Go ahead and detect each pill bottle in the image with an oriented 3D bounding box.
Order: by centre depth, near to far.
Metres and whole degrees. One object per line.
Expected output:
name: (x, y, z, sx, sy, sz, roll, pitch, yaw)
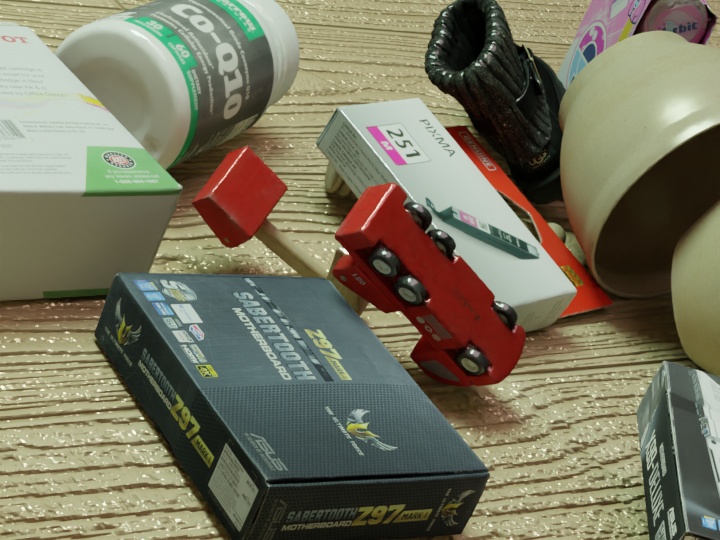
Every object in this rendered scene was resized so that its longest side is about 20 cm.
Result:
pill bottle: (-0.128, -0.139, 1.326, 0.113, 0.113, 0.200, 30, 27, 12)

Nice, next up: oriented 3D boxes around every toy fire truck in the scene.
toy fire truck: (0.000, 0.000, 1.197, 0.200, 0.141, 0.049, 48, 59, -22)

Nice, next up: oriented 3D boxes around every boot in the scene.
boot: (0.106, -0.163, 1.514, 0.158, 0.079, 0.211, 47, 10, -32)

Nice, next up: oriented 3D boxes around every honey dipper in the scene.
honey dipper: (0.069, -0.048, 1.411, 0.199, 0.038, 0.038, 17, 27, -20)

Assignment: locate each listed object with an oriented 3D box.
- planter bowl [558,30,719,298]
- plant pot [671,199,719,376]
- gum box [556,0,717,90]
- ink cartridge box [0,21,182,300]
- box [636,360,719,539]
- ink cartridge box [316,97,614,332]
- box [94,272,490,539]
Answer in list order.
planter bowl: (0.233, -0.095, 1.412, 0.199, 0.201, 0.135, 1, 47, -37)
plant pot: (0.303, 0.015, 1.347, 0.134, 0.201, 0.200, -6, 14, 27)
gum box: (0.220, -0.165, 1.556, 0.066, 0.201, 0.114, 15, 26, -16)
ink cartridge box: (-0.229, -0.072, 1.152, 0.145, 0.088, 0.200, -4, 40, -44)
box: (0.270, 0.146, 1.119, 0.199, 0.050, 0.158, 17, 35, -8)
ink cartridge box: (0.087, -0.044, 1.357, 0.173, 0.044, 0.200, -13, 57, -46)
box: (-0.042, 0.076, 1.074, 0.157, 0.051, 0.200, 3, 33, -37)
